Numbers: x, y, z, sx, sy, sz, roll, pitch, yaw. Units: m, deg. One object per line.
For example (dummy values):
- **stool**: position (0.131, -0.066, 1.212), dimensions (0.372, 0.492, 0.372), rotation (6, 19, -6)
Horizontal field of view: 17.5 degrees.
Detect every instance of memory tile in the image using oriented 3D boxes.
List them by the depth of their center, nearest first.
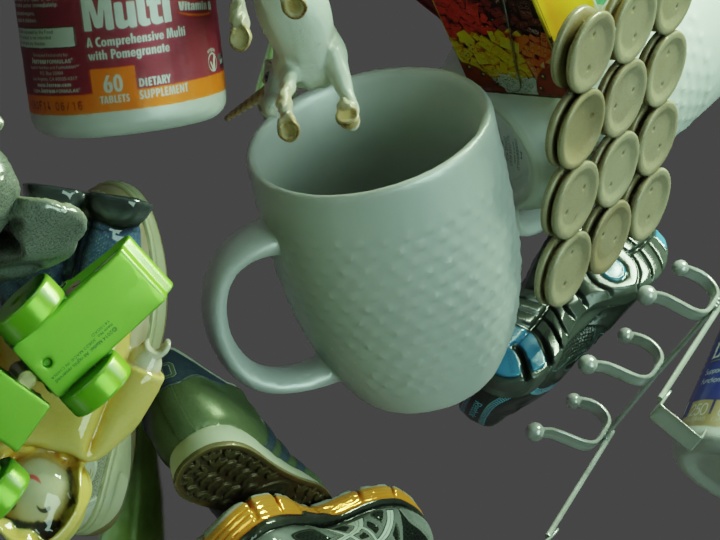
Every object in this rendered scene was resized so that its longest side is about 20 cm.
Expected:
- **memory tile**: position (0.152, -0.084, 1.411), dimensions (0.153, 0.017, 0.200), rotation (-37, 140, -44)

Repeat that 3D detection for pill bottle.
- **pill bottle**: position (-0.137, -0.178, 1.267), dimensions (0.110, 0.110, 0.200), rotation (-17, 106, -43)
- **pill bottle**: position (0.319, 0.072, 1.745), dimensions (0.116, 0.116, 0.200), rotation (44, 62, -38)

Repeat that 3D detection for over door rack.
- **over door rack**: position (0.169, 0.090, 1.539), dimensions (0.067, 0.148, 0.200), rotation (32, 31, -6)

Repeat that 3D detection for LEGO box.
- **LEGO box**: position (0.122, -0.222, 1.401), dimensions (0.200, 0.077, 0.149), rotation (-49, 129, -31)

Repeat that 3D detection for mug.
- **mug**: position (0.000, 0.000, 1.401), dimensions (0.200, 0.148, 0.175), rotation (-23, 123, -14)
- **mug**: position (0.133, -0.105, 1.538), dimensions (0.175, 0.148, 0.200), rotation (-39, 151, -32)

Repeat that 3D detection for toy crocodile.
- **toy crocodile**: position (-0.177, 0.063, 1.177), dimensions (0.068, 0.062, 0.200), rotation (44, 85, -18)

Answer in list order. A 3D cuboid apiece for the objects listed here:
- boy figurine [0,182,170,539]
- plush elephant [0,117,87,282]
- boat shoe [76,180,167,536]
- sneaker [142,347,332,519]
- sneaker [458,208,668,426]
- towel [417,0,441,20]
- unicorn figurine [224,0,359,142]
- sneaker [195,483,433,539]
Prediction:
- **boy figurine**: position (-0.167, 0.054, 1.235), dimensions (0.124, 0.064, 0.200), rotation (12, 90, -4)
- **plush elephant**: position (-0.224, -0.063, 1.153), dimensions (0.165, 0.155, 0.200), rotation (7, 88, -45)
- **boat shoe**: position (-0.158, 0.048, 1.294), dimensions (0.065, 0.072, 0.200), rotation (7, 94, -47)
- **sneaker**: position (-0.076, 0.105, 1.380), dimensions (0.067, 0.090, 0.200), rotation (-32, 152, 3)
- **sneaker**: position (0.132, 0.028, 1.590), dimensions (0.200, 0.073, 0.082), rotation (-38, 162, -34)
- **towel**: position (0.078, -0.238, 1.483), dimensions (0.145, 0.022, 0.200), rotation (40, 57, 4)
- **unicorn figurine**: position (-0.040, -0.132, 1.295), dimensions (0.137, 0.074, 0.200), rotation (-99, -174, -53)
- **sneaker**: position (-0.017, 0.178, 1.376), dimensions (0.200, 0.077, 0.078), rotation (1, 134, -53)
